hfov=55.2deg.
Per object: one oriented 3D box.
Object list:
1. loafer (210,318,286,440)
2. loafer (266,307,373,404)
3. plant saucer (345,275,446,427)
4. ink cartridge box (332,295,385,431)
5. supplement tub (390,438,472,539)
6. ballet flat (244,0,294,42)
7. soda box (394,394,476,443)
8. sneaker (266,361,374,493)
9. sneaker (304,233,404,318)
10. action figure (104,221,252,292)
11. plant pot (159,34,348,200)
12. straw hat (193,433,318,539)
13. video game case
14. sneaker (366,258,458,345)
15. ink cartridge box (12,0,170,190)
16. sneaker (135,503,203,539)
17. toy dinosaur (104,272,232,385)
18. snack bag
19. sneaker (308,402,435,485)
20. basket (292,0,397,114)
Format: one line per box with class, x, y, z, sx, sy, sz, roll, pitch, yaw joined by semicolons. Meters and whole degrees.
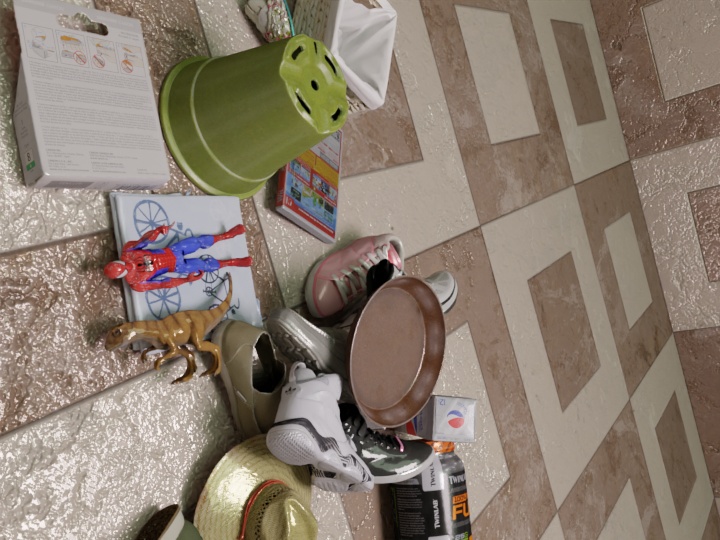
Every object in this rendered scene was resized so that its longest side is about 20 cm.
loafer;-0.124;0.153;0.868;0.076;0.068;0.202;-50;128;-46
loafer;-0.046;0.103;0.899;0.200;0.069;0.070;47;57;-37
plant saucer;0.044;0.106;0.921;0.199;0.034;0.203;-8;101;-46
ink cartridge box;0.026;0.132;1.068;0.200;0.083;0.147;-42;112;-48
supplement tub;0.109;0.368;1.077;0.122;0.121;0.203;7;75;-51
ballet flat;-0.147;-0.414;1.030;0.063;0.076;0.203;-10;82;-22
soda box;0.110;0.223;1.056;0.067;0.200;0.064;6;80;-13
sneaker;-0.038;0.200;0.861;0.200;0.074;0.116;48;38;-42
sneaker;0.000;0.000;1.058;0.200;0.104;0.076;-44;118;-48
action figure;-0.192;-0.020;0.789;0.199;0.098;0.066;-16;92;-50
plant pot;-0.121;-0.212;0.891;0.199;0.188;0.203;20;63;-48
straw hat;-0.097;0.305;0.823;0.200;0.084;0.204;-4;95;-47
video game case;-0.075;-0.159;1.060;0.143;0.017;0.203;33;55;-54
sneaker;0.078;0.022;1.030;0.200;0.075;0.117;-40;116;-46
ink cartridge box;-0.305;-0.192;0.769;0.160;0.050;0.203;-7;81;-53
sneaker;-0.220;0.346;0.699;0.090;0.067;0.201;55;39;-18
toy dinosaur;-0.192;0.069;0.793;0.199;0.060;0.108;-19;94;-53
snack bag;-0.209;-0.006;0.855;0.199;0.021;0.191;-10;88;-53
sneaker;0.014;0.234;0.952;0.197;0.071;0.101;-2;105;-16
basket;-0.035;-0.359;1.100;0.135;0.122;0.202;34;55;-42
